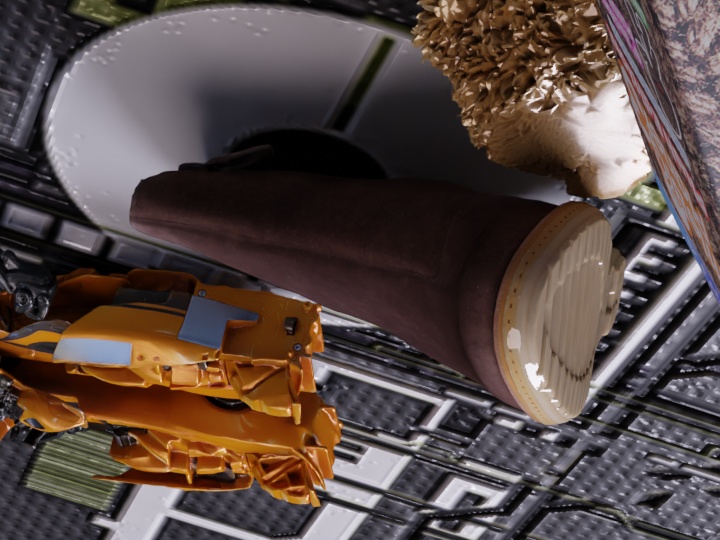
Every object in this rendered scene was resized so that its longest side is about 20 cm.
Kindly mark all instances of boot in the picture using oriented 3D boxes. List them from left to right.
[{"bbox_3d":[0.000,0.000,0.865,0.166,0.073,0.200,10,-176,9],"label":"boot"}]

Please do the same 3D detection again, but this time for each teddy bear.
[{"bbox_3d":[0.105,-0.102,0.759,0.144,0.067,0.200,11,143,-16],"label":"teddy bear"}]

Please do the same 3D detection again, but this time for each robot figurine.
[{"bbox_3d":[-0.111,0.043,1.047,0.199,0.058,0.145,5,146,10],"label":"robot figurine"}]

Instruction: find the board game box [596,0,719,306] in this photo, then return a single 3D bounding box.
[{"bbox_3d":[0.142,-0.086,0.650,0.159,0.097,0.200,-23,133,3],"label":"board game box"}]
